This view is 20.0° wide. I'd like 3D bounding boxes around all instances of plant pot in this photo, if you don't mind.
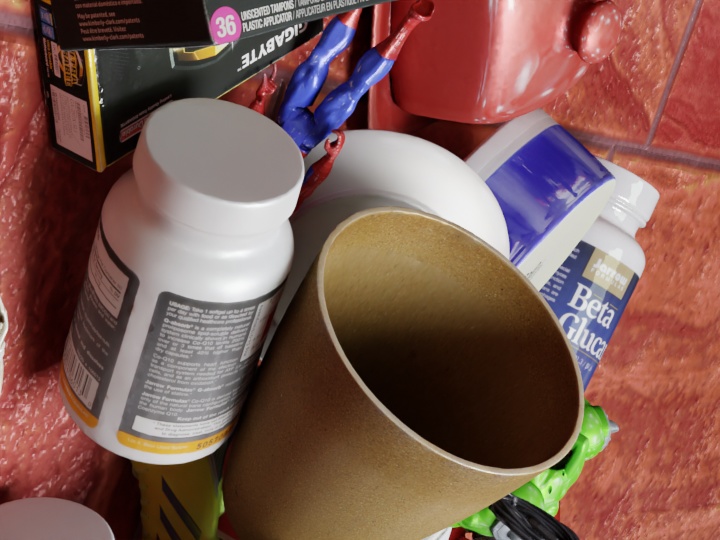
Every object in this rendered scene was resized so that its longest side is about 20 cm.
[{"bbox_3d":[0.004,0.094,1.241,0.186,0.187,0.200,-23,161,-48],"label":"plant pot"}]

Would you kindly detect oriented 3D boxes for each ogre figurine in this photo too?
[{"bbox_3d":[0.094,0.119,1.399,0.200,0.119,0.099,-26,141,-59],"label":"ogre figurine"}]

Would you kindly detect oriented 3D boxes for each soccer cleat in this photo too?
[{"bbox_3d":[-0.125,0.129,1.352,0.083,0.065,0.201,5,114,-26],"label":"soccer cleat"}]

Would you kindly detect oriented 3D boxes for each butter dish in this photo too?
[{"bbox_3d":[0.110,-0.181,1.396,0.199,0.147,0.201,-31,135,-44],"label":"butter dish"}]

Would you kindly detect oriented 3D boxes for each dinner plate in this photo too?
[{"bbox_3d":[0.000,0.000,1.338,0.024,0.198,0.201,-95,-175,-56],"label":"dinner plate"}]

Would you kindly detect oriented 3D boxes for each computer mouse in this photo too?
[{"bbox_3d":[0.069,0.127,1.315,0.058,0.200,0.034,7,121,-46],"label":"computer mouse"}]

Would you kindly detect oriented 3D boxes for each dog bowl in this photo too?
[{"bbox_3d":[0.091,-0.017,1.470,0.200,0.079,0.200,-47,169,-11],"label":"dog bowl"}]

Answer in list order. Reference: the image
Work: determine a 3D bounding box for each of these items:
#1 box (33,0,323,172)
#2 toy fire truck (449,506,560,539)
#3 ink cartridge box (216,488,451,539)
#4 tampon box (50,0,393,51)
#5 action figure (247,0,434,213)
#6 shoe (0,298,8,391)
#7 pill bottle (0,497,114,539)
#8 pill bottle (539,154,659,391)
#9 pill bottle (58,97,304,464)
[{"bbox_3d":[-0.102,-0.173,1.176,0.200,0.049,0.161,-36,137,-39],"label":"box"},{"bbox_3d":[0.113,0.215,1.619,0.176,0.199,0.129,-40,141,-36],"label":"toy fire truck"},{"bbox_3d":[-0.034,0.235,1.434,0.086,0.147,0.201,-39,149,-53],"label":"ink cartridge box"},{"bbox_3d":[-0.078,-0.223,1.034,0.149,0.126,0.202,-21,108,-43],"label":"tampon box"},{"bbox_3d":[-0.033,-0.096,1.254,0.200,0.065,0.052,-54,178,26],"label":"action figure"},{"bbox_3d":[-0.231,0.025,1.107,0.070,0.053,0.201,-45,143,-30],"label":"shoe"},{"bbox_3d":[-0.194,0.246,1.256,0.116,0.115,0.201,-32,135,-42],"label":"pill bottle"},{"bbox_3d":[0.160,0.011,1.639,0.201,0.111,0.111,-64,149,-4],"label":"pill bottle"},{"bbox_3d":[-0.103,0.007,1.188,0.116,0.116,0.201,-28,149,-45],"label":"pill bottle"}]
